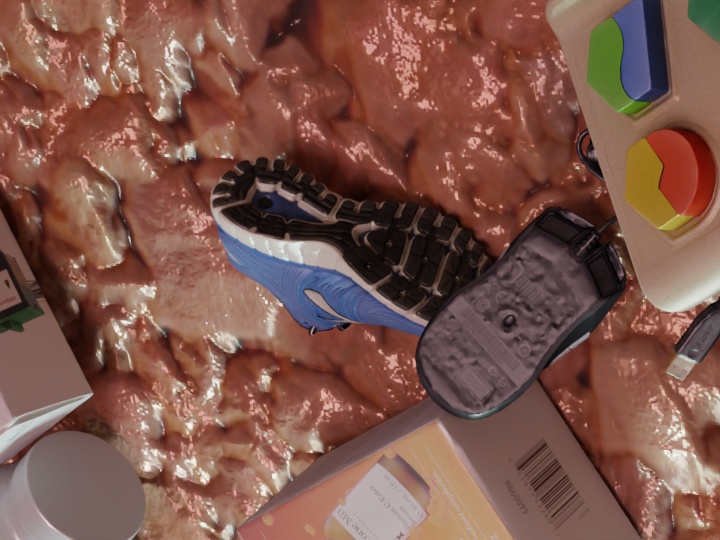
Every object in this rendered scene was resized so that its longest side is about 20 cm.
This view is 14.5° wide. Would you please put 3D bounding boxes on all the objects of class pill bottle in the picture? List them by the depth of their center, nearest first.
[{"bbox_3d":[-0.240,0.206,2.008,0.116,0.116,0.200,47,131,5],"label":"pill bottle"}]

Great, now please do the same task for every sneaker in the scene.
[{"bbox_3d":[0.000,0.000,1.773,0.199,0.079,0.089,25,148,15],"label":"sneaker"}]

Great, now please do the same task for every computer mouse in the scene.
[{"bbox_3d":[0.136,0.026,1.677,0.140,0.046,0.200,42,104,13],"label":"computer mouse"}]

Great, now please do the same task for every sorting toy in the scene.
[{"bbox_3d":[0.192,-0.101,1.560,0.185,0.036,0.201,-34,68,41],"label":"sorting toy"}]

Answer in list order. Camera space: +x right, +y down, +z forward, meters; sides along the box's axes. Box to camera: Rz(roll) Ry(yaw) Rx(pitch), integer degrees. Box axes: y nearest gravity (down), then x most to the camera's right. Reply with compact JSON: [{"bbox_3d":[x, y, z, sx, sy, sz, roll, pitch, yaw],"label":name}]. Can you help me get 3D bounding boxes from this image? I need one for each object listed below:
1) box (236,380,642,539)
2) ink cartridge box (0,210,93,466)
[{"bbox_3d":[0.049,0.170,1.795,0.200,0.106,0.153,-32,93,41],"label":"box"},{"bbox_3d":[-0.292,0.040,1.953,0.146,0.084,0.200,-36,78,41],"label":"ink cartridge box"}]
